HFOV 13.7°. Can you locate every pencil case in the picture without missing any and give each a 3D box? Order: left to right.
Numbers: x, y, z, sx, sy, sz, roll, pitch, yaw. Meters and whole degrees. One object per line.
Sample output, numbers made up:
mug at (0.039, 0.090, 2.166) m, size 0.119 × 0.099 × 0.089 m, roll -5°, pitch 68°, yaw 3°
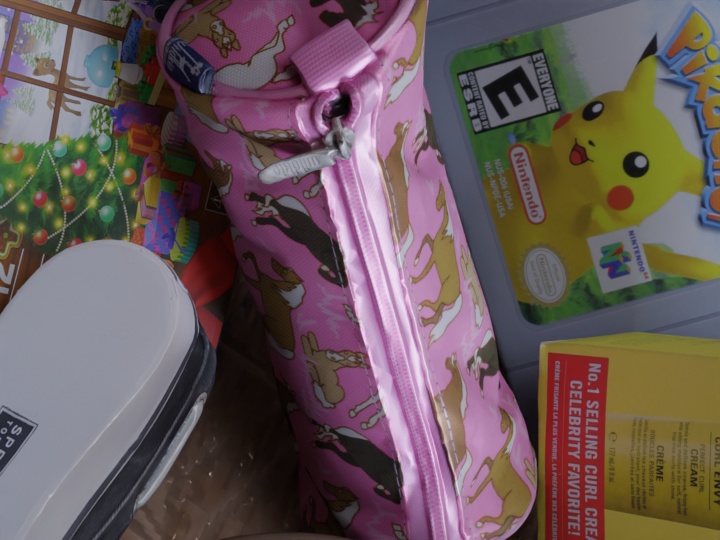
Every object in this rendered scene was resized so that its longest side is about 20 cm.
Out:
pencil case at (0.000, 0.000, 0.895) m, size 0.087 × 0.082 × 0.201 m, roll -52°, pitch 140°, yaw -40°

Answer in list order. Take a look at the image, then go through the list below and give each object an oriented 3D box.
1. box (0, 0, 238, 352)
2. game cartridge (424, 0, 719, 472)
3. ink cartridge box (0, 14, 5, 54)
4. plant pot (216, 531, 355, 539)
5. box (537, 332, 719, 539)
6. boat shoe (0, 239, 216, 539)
box at (-0.089, -0.072, 0.904) m, size 0.136 × 0.039 × 0.201 m, roll 15°, pitch 88°, yaw -27°
game cartridge at (0.092, -0.042, 0.974) m, size 0.133 × 0.040 × 0.201 m, roll -16°, pitch 103°, yaw 7°
ink cartridge box at (-0.205, -0.016, 0.789) m, size 0.199 × 0.083 × 0.146 m, roll 14°, pitch 72°, yaw -9°
plant pot at (-0.006, 0.160, 0.802) m, size 0.199 × 0.175 × 0.202 m, roll 4°, pitch 74°, yaw -15°
box at (0.140, 0.060, 0.889) m, size 0.050 × 0.199 × 0.076 m, roll -3°, pitch 96°, yaw -43°
boat shoe at (-0.112, 0.084, 0.853) m, size 0.071 × 0.068 × 0.200 m, roll 27°, pitch 72°, yaw 28°
